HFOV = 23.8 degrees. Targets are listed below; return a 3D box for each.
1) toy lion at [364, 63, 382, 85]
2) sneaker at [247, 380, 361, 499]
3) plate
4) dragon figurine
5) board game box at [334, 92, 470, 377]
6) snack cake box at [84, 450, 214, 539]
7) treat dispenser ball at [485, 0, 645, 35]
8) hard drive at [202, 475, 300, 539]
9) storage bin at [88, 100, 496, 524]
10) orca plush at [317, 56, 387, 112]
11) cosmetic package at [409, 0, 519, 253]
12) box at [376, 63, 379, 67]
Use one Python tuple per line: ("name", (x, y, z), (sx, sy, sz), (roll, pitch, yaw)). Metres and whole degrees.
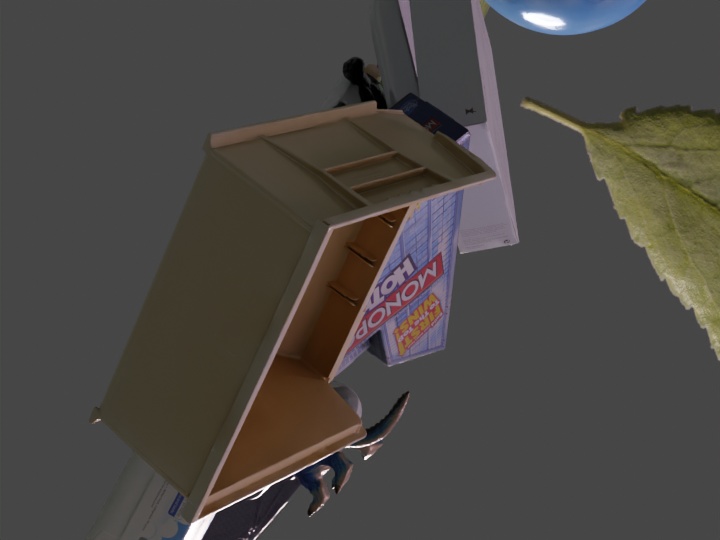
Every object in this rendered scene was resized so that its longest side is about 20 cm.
("toy lion", (-0.020, -0.077, 1.539), (0.192, 0.069, 0.200), (-55, 177, -3))
("sneaker", (-0.053, 0.122, 1.405), (0.080, 0.071, 0.200), (-40, -176, -37))
("plate", (0.043, -0.143, 1.360), (0.200, 0.032, 0.201), (-51, 129, -77))
("dragon figurine", (-0.041, 0.117, 1.269), (0.059, 0.099, 0.200), (-45, 179, -31))
("board game box", (-0.005, 0.013, 1.191), (0.200, 0.062, 0.200), (-40, 146, -21))
("snack cake box", (-0.154, 0.187, 1.333), (0.115, 0.067, 0.200), (-63, 178, -13))
("treat dispenser ball", (0.183, -0.311, 1.519), (0.202, 0.200, 0.201), (-63, 178, -5))
("hard drive", (-0.132, 0.217, 1.547), (0.200, 0.042, 0.135), (-47, 150, -13))
("storage bin", (-0.035, 0.016, 0.997), (0.198, 0.094, 0.201), (-19, 139, -55))
("orca plush", (-0.002, -0.106, 1.342), (0.106, 0.071, 0.200), (-64, 177, 11))
("cosmetic package", (0.075, -0.138, 1.291), (0.151, 0.051, 0.201), (72, 11, -54))
("box", (0.034, -0.187, 1.702), (0.143, 0.036, 0.200), (-60, 175, -43))
